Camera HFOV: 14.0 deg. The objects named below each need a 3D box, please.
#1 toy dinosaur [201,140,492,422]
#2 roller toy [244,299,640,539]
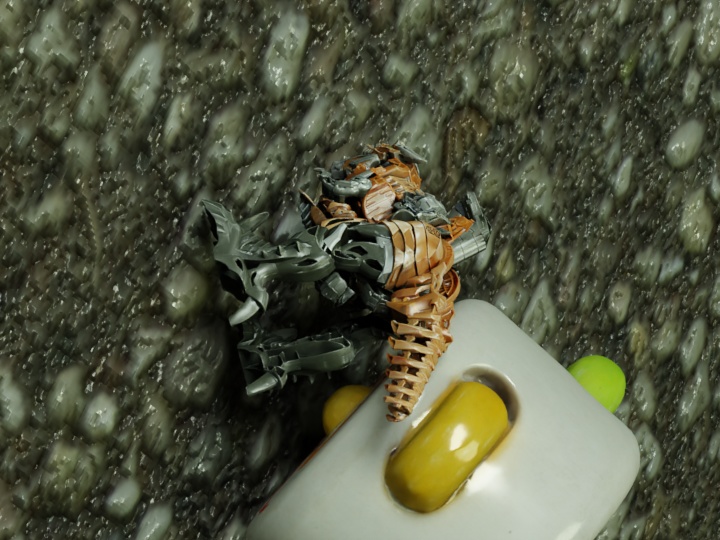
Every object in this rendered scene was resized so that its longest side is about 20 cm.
[{"bbox_3d":[0.000,0.000,1.417,0.200,0.135,0.102,-106,-176,-75],"label":"toy dinosaur"},{"bbox_3d":[0.035,0.112,1.473,0.182,0.140,0.200,-48,180,25],"label":"roller toy"}]
